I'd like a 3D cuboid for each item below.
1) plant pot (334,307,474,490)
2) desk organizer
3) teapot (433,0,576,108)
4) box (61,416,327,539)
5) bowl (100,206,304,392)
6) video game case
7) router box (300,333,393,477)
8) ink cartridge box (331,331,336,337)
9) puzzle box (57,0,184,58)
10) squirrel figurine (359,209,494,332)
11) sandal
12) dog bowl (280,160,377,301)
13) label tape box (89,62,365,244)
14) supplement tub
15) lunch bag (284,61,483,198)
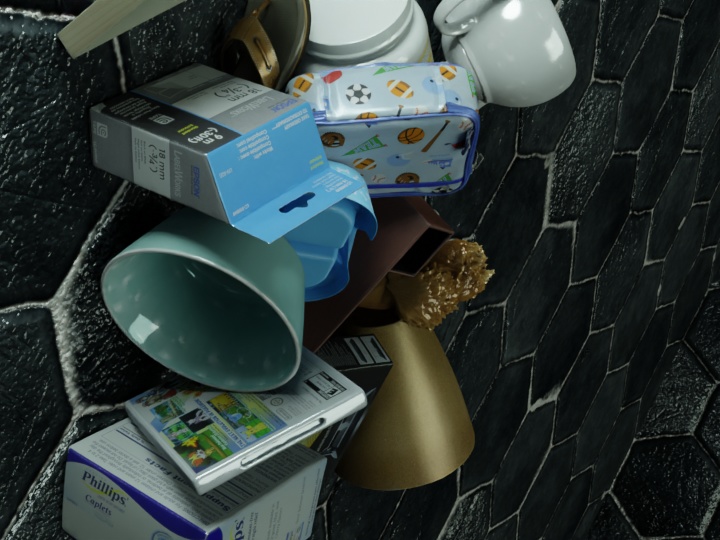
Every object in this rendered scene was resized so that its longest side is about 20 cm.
[{"bbox_3d":[0.038,0.132,1.550,0.186,0.186,0.200,-37,128,-44],"label":"plant pot"},{"bbox_3d":[0.000,0.000,1.357,0.200,0.077,0.072,-48,156,15],"label":"desk organizer"},{"bbox_3d":[0.161,-0.277,1.544,0.146,0.197,0.200,-27,112,1],"label":"teapot"},{"bbox_3d":[-0.168,0.227,1.289,0.200,0.184,0.105,-23,132,-53],"label":"box"},{"bbox_3d":[-0.133,0.013,1.201,0.201,0.200,0.105,79,27,-48],"label":"bowl"},{"bbox_3d":[-0.116,0.131,1.239,0.182,0.200,0.022,-26,117,-20],"label":"video game case"},{"bbox_3d":[-0.072,0.164,1.441,0.157,0.052,0.200,-3,134,-37],"label":"router box"},{"bbox_3d":[-0.046,0.120,1.595,0.200,0.037,0.095,-67,153,-5],"label":"ink cartridge box"},{"bbox_3d":[-0.143,-0.246,1.047,0.200,0.133,0.025,-41,102,-42],"label":"puzzle box"},{"bbox_3d":[0.050,-0.014,1.488,0.142,0.200,0.187,-57,170,14],"label":"squirrel figurine"},{"bbox_3d":[-0.107,-0.197,1.203,0.055,0.082,0.200,7,111,-55],"label":"sandal"},{"bbox_3d":[-0.053,-0.038,1.254,0.200,0.111,0.050,119,-25,-54],"label":"dog bowl"},{"bbox_3d":[-0.114,-0.109,1.109,0.144,0.200,0.063,-35,139,-46],"label":"label tape box"},{"bbox_3d":[0.006,-0.205,1.315,0.145,0.145,0.200,-53,150,-25],"label":"supplement tub"},{"bbox_3d":[0.021,-0.127,1.235,0.160,0.200,0.076,99,-13,-58],"label":"lunch bag"}]
